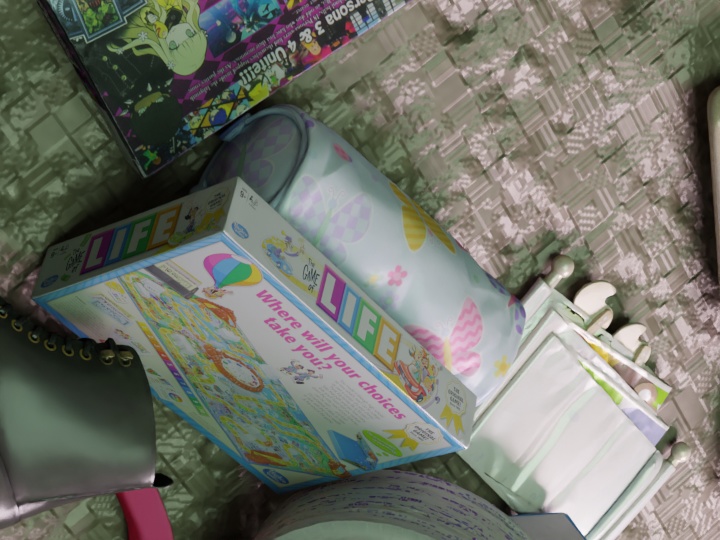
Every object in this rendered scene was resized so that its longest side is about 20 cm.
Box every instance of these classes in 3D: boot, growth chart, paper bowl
[{"bbox_3d":[-0.169,0.024,0.914,0.137,0.077,0.202,-9,103,-21],"label":"boot"},{"bbox_3d":[0.128,0.094,1.155,0.145,0.018,0.200,-43,125,-6],"label":"growth chart"},{"bbox_3d":[0.013,0.219,1.032,0.199,0.104,0.202,6,113,15],"label":"paper bowl"}]

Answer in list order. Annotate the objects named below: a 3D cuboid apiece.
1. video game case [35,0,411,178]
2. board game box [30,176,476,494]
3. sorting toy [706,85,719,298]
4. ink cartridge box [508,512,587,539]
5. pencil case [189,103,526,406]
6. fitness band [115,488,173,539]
[{"bbox_3d":[-0.068,-0.172,0.920,0.199,0.036,0.182,-35,123,-10],"label":"video game case"},{"bbox_3d":[-0.051,0.040,0.972,0.200,0.134,0.034,43,45,-35],"label":"board game box"},{"bbox_3d":[0.289,-0.055,1.170,0.199,0.036,0.186,-23,121,-23],"label":"sorting toy"},{"bbox_3d":[0.070,0.253,1.153,0.115,0.068,0.202,-1,115,-20],"label":"ink cartridge box"},{"bbox_3d":[0.000,0.000,1.005,0.091,0.083,0.200,-41,126,15],"label":"pencil case"},{"bbox_3d":[-0.176,0.134,0.997,0.143,0.037,0.201,-28,123,-15],"label":"fitness band"}]
